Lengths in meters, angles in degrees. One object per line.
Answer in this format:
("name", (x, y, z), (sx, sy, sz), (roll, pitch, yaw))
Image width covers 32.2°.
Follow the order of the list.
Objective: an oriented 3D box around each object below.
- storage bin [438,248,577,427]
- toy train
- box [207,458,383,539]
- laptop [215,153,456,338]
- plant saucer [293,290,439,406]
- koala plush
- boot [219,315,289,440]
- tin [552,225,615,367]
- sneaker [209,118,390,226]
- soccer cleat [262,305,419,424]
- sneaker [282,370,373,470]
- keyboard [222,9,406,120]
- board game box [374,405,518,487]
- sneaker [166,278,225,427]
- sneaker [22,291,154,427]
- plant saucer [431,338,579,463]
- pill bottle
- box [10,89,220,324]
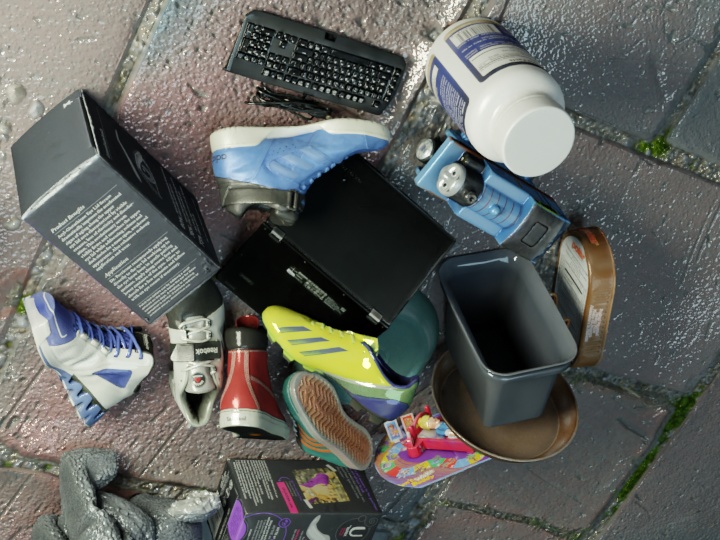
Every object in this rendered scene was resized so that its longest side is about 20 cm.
("storage bin", (0.183, 0.090, 1.569), (0.145, 0.200, 0.135), (-10, 138, -14))
("toy train", (0.151, -0.091, 1.467), (0.200, 0.114, 0.087), (27, 110, -34))
("box", (-0.090, 0.332, 1.678), (0.199, 0.106, 0.122), (6, 123, -25))
("laptop", (-0.031, -0.013, 1.462), (0.187, 0.116, 0.200), (40, 134, -7))
("plant saucer", (0.013, 0.105, 1.604), (0.199, 0.036, 0.200), (-10, 127, -14))
("koala plush", (-0.285, 0.340, 1.583), (0.200, 0.184, 0.178), (7, 122, -39))
("boot", (-0.129, 0.136, 1.550), (0.072, 0.145, 0.200), (-2, 164, 5))
("tin", (0.286, 0.037, 1.611), (0.042, 0.112, 0.200), (-8, 125, -15))
("sneaker", (-0.061, -0.104, 1.371), (0.199, 0.077, 0.112), (-5, 86, -14))
("soccer cleat", (-0.021, 0.093, 1.432), (0.200, 0.065, 0.084), (37, 112, 0))
("sneaker", (-0.060, 0.197, 1.604), (0.080, 0.072, 0.200), (-2, 142, 31))
("keyboard", (-0.048, -0.207, 1.357), (0.199, 0.040, 0.104), (12, 118, -27))
("board game box", (0.109, 0.212, 1.647), (0.199, 0.158, 0.039), (-22, 113, -5))
("sneaker", (-0.192, 0.099, 1.488), (0.074, 0.089, 0.200), (-8, 125, -14))
("sneaker", (-0.306, 0.087, 1.448), (0.115, 0.081, 0.200), (-26, 136, -7))
("plant saucer", (0.184, 0.174, 1.619), (0.200, 0.201, 0.035), (-1, 137, -21))
("pill bottle", (0.153, -0.185, 1.346), (0.111, 0.200, 0.111), (-10, 127, -14))
("box", (-0.257, -0.066, 1.307), (0.104, 0.148, 0.200), (-38, 127, 8))
